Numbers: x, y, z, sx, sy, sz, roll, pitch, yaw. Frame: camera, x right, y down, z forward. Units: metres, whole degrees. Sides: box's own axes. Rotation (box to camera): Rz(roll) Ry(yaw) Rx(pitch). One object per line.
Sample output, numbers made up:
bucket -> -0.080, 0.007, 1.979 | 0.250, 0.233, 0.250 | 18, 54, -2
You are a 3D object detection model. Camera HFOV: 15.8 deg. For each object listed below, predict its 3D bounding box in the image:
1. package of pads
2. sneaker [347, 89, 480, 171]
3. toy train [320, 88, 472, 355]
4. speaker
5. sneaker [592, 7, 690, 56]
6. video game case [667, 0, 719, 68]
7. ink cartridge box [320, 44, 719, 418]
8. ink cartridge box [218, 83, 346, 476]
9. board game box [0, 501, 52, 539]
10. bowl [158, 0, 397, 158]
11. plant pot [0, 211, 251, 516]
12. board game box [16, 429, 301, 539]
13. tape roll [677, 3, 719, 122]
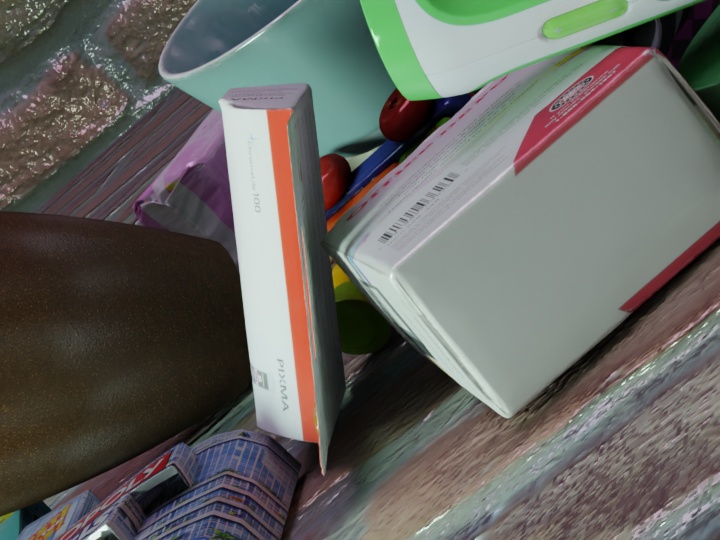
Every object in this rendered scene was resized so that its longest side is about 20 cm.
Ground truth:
package of pads -> -0.054, -0.059, 1.666 | 0.076, 0.121, 0.200 | -35, 13, 36
sneaker -> 0.042, -0.080, 1.512 | 0.085, 0.075, 0.200 | -48, 10, -5
toy train -> 0.000, 0.000, 1.380 | 0.200, 0.084, 0.116 | -40, 26, 37
speaker -> 0.100, -0.140, 1.101 | 0.199, 0.089, 0.089 | -20, 15, 12
sneaker -> 0.106, -0.125, 1.279 | 0.200, 0.070, 0.109 | -35, 20, 56
video game case -> 0.173, -0.144, 1.392 | 0.200, 0.036, 0.181 | -46, 11, -16
ink cartridge box -> 0.073, -0.024, 1.135 | 0.147, 0.086, 0.200 | -41, 9, -3
ink cartridge box -> -0.041, 0.000, 1.229 | 0.057, 0.164, 0.200 | -5, 9, 7
board game box -> -0.232, 0.204, 1.466 | 0.151, 0.047, 0.200 | -43, 10, 0
bowl -> -0.005, -0.138, 1.440 | 0.200, 0.105, 0.201 | -36, 19, 14
plant pot -> -0.170, 0.043, 1.493 | 0.199, 0.188, 0.187 | -10, -2, -22
board game box -> -0.124, 0.150, 1.236 | 0.200, 0.062, 0.200 | -40, 11, 14
tape roll -> 0.223, -0.126, 1.093 | 0.200, 0.048, 0.201 | -41, 11, 9
